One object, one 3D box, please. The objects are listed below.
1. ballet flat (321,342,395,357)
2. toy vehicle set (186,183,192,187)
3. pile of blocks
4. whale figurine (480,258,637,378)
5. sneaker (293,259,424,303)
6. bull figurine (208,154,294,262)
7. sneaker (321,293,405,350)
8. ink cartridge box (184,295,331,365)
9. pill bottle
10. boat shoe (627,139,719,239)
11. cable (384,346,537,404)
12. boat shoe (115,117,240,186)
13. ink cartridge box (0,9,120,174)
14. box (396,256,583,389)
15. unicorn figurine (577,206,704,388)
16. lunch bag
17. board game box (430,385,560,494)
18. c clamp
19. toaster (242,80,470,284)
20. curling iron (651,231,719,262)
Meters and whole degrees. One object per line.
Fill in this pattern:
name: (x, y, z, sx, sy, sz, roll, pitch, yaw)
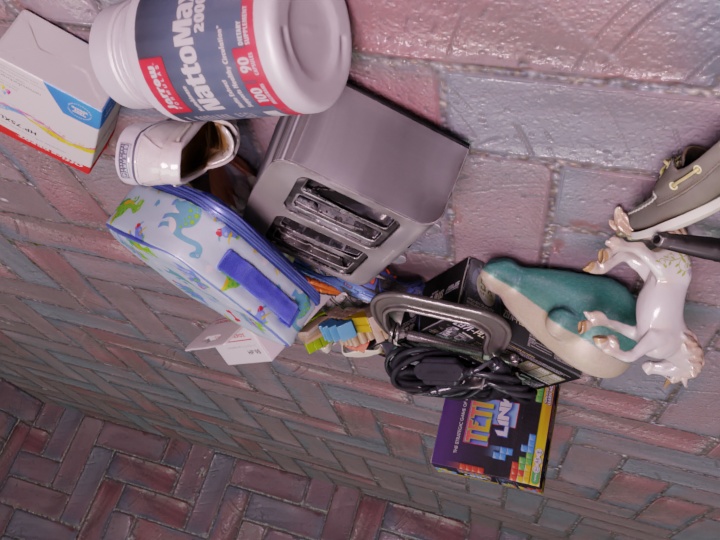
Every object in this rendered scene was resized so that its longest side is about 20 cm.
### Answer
ballet flat: (-0.032, 0.106, 1.125, 0.199, 0.073, 0.073, 9, 153, 19)
toy vehicle set: (-0.201, -0.044, 0.866, 0.200, 0.026, 0.124, 51, 159, 7)
pile of blocks: (-0.033, 0.093, 0.955, 0.199, 0.082, 0.062, -6, 113, 49)
whale figurine: (0.238, 0.035, 0.791, 0.200, 0.104, 0.159, 36, -166, 10)
sneaker: (0.000, 0.000, 0.892, 0.199, 0.079, 0.075, 12, -177, -26)
bull figurine: (-0.134, -0.056, 0.841, 0.121, 0.065, 0.200, 47, 165, 35)
sneaker: (-0.008, 0.074, 1.024, 0.199, 0.088, 0.076, 5, 153, 29)
ink cartridge box: (-0.139, 0.069, 0.962, 0.115, 0.200, 0.067, -13, 117, 47)
pill bottle: (-0.119, -0.183, 0.554, 0.199, 0.120, 0.120, 3, 150, 29)
boat shoe: (0.290, -0.079, 0.562, 0.061, 0.072, 0.202, 64, 160, 7)
cable: (0.125, 0.138, 0.877, 0.163, 0.051, 0.199, 22, 158, -39)
boat shoe: (-0.149, -0.121, 0.643, 0.069, 0.200, 0.071, 11, 111, 10)
ink cartridge box: (-0.340, -0.183, 0.761, 0.116, 0.068, 0.200, 27, 153, -16)
box: (0.177, 0.084, 0.921, 0.199, 0.087, 0.164, 26, 153, -14)
unicorn figurine: (0.290, 0.044, 0.681, 0.136, 0.201, 0.074, 5, -160, -8)
lunch bag: (-0.141, -0.007, 0.684, 0.160, 0.083, 0.200, 21, 163, 43)
board game box: (0.211, 0.219, 1.034, 0.164, 0.201, 0.057, 5, 153, 24)
c clamp: (0.105, 0.083, 0.839, 0.199, 0.027, 0.171, 16, 153, 6)
toaster: (-0.018, -0.089, 0.675, 0.199, 0.119, 0.181, 25, 153, -12)
curling iron: (0.342, -0.018, 0.619, 0.199, 0.026, 0.050, 10, -179, -23)
